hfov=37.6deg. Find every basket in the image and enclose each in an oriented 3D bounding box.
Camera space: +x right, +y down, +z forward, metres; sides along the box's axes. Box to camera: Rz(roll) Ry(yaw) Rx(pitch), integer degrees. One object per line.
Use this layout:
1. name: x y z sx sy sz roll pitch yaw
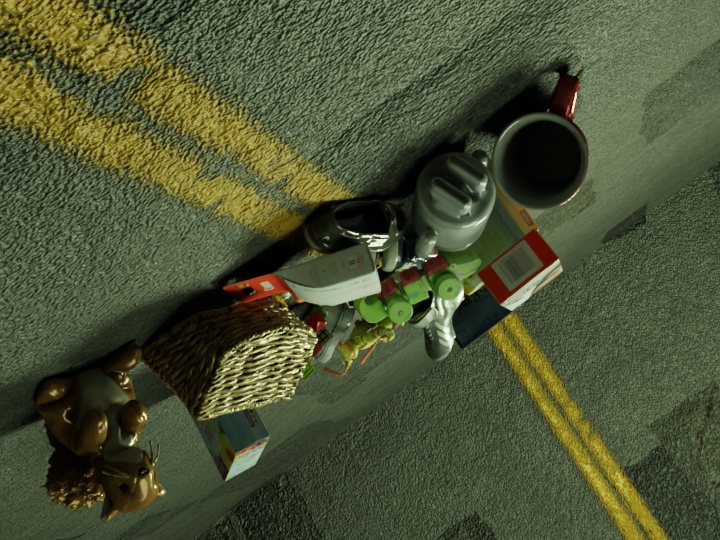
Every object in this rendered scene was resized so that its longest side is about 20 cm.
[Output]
1. basket: -0.177 0.094 1.446 0.199 0.149 0.144 -6 127 -50

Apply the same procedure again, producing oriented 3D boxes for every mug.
1. mug: 0.287 -0.180 1.534 0.178 0.134 0.200 -45 175 18

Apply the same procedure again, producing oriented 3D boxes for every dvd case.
1. dvd case: 0.168 0.014 1.799 0.142 0.201 0.017 -40 168 33

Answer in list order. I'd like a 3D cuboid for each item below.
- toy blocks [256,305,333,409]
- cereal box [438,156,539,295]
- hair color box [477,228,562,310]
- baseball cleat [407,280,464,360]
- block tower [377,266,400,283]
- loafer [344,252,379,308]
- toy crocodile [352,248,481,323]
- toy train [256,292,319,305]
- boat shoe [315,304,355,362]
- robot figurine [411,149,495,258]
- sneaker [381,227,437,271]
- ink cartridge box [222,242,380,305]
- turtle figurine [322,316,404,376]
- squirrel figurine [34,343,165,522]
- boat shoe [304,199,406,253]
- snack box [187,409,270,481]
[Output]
1. toy blocks: -0.113 0.138 1.663 0.200 0.100 0.137 -45 -177 -11
2. cereal box: 0.184 -0.068 1.675 0.039 0.145 0.200 -26 166 -35
3. hair color box: 0.249 0.002 1.625 0.111 0.064 0.200 -39 170 8
4. baseball cleat: 0.112 0.083 1.756 0.105 0.070 0.202 -19 138 -26
5. block tower: 0.039 0.033 1.759 0.057 0.054 0.200 -33 -175 -6
6. loafer: 0.000 0.000 1.622 0.075 0.070 0.200 -29 167 -19
7. toy crocodile: 0.084 0.020 1.550 0.198 0.062 0.068 -26 -148 2
8. toy train: -0.123 0.076 1.626 0.200 0.056 0.149 -44 164 35
9. boat shoe: -0.063 0.096 1.838 0.200 0.066 0.074 121 -10 -57
10. robot figurine: 0.130 -0.094 1.507 0.170 0.112 0.200 -52 171 -12
11. sneaker: 0.075 -0.035 1.587 0.083 0.076 0.200 3 -176 4
12. ink cartridge box: -0.073 0.025 1.438 0.197 0.058 0.163 -21 170 0
13. turtle figurine: 0.015 0.108 1.788 0.160 0.065 0.200 -33 177 -34
14. squirrel figurine: -0.330 0.232 1.365 0.141 0.188 0.200 -21 162 -45
15. boat shoe: 0.009 -0.063 1.424 0.199 0.067 0.057 -14 162 -49
16. snack box: -0.218 0.226 1.670 0.067 0.170 0.200 -24 166 -22
